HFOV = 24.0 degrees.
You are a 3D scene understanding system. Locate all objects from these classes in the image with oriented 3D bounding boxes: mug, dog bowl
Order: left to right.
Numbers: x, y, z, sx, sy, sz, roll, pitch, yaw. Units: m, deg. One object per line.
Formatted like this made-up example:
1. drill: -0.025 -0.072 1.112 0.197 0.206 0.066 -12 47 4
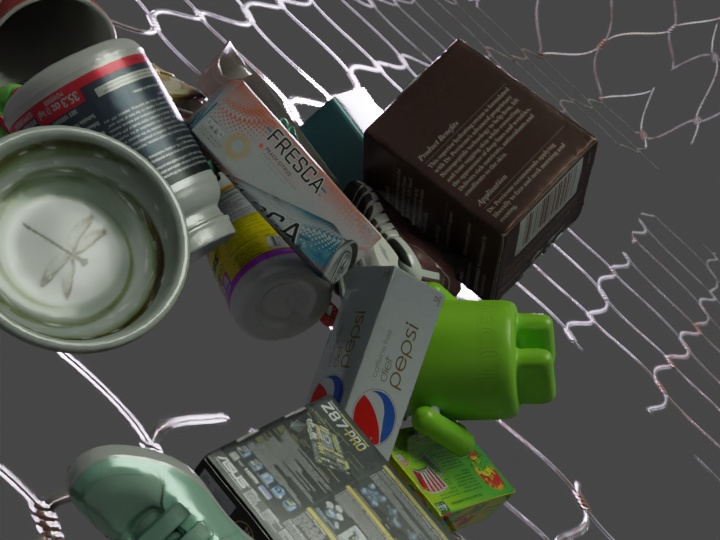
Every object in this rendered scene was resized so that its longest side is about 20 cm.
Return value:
1. mug: -0.340 -0.248 1.709 0.133 0.178 0.200 -10 41 -23
2. dog bowl: -0.104 -0.154 1.841 0.200 0.059 0.200 53 -1 1

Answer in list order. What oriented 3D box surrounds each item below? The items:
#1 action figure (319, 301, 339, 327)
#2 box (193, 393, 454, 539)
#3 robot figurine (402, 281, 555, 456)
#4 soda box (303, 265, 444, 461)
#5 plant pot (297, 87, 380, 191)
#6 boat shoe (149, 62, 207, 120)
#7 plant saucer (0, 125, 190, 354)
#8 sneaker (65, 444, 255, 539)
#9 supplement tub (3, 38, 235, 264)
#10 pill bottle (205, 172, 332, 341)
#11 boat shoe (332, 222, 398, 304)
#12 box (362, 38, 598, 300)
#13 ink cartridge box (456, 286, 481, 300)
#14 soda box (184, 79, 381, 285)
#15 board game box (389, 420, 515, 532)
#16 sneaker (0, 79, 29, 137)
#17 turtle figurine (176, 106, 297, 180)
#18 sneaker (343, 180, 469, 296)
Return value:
1. action figure: -0.069 -0.033 1.809 0.200 0.099 0.065 54 21 20
2. box: -0.022 0.208 1.365 0.200 0.049 0.161 48 42 16
3. robot figurine: 0.088 0.087 1.633 0.116 0.199 0.176 78 13 -51
4. soda box: 0.003 0.099 1.517 0.068 0.201 0.064 30 -19 -34
5. plant pot: -0.002 -0.092 2.024 0.200 0.141 0.141 51 18 1
6. boat shoe: -0.229 -0.194 1.833 0.069 0.074 0.200 53 13 8
7. plant saucer: -0.241 -0.020 1.381 0.199 0.050 0.201 10 63 -20
8. sneaker: -0.121 0.205 1.186 0.200 0.074 0.118 40 12 -22
9. supplement tub: -0.212 -0.090 1.498 0.201 0.140 0.140 60 19 1
10. pill bottle: -0.106 -0.029 1.701 0.104 0.104 0.200 28 24 -40
11. boat shoe: 0.000 0.000 1.675 0.072 0.068 0.200 47 9 -26
12. box: 0.127 -0.106 1.854 0.200 0.166 0.164 39 -21 18
13. ink cartridge box: 0.062 0.066 1.822 0.146 0.083 0.200 24 17 5
14. soda box: -0.073 -0.082 1.562 0.200 0.068 0.064 48 -6 -15
15. board game box: 0.071 0.204 1.656 0.102 0.048 0.200 50 19 17
16. sneaker: -0.258 -0.118 1.616 0.200 0.077 0.084 41 22 -14
17. turtle figurine: -0.168 -0.120 1.676 0.149 0.199 0.101 -9 92 -49
18. sneaker: 0.050 -0.022 1.830 0.115 0.076 0.200 14 26 -29
